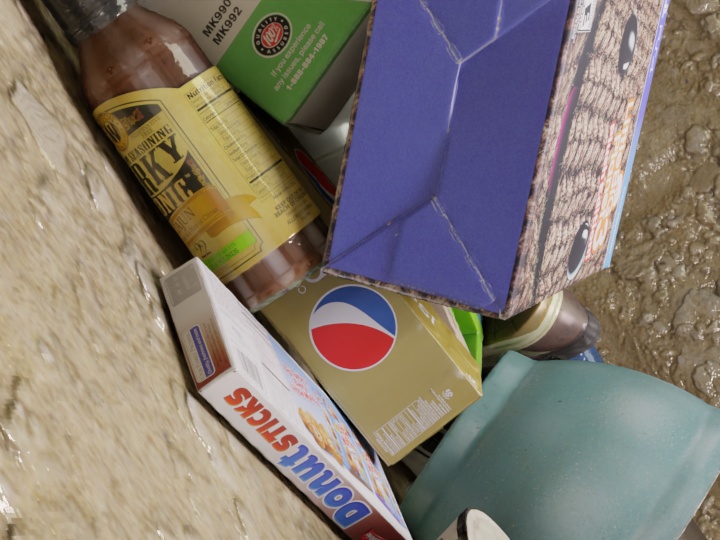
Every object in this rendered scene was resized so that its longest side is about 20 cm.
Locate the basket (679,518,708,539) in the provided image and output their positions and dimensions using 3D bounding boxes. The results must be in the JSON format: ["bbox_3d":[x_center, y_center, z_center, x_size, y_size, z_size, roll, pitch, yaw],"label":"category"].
[{"bbox_3d":[0.197,0.213,1.442,0.200,0.136,0.180,59,-5,15],"label":"basket"}]

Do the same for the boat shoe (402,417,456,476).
[{"bbox_3d":[0.039,0.077,1.137,0.200,0.071,0.072,43,21,-54],"label":"boat shoe"}]

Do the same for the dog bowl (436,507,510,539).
[{"bbox_3d":[0.068,0.215,0.857,0.200,0.074,0.200,58,9,-14],"label":"dog bowl"}]

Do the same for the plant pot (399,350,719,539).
[{"bbox_3d":[0.104,0.129,1.046,0.134,0.201,0.200,34,5,9],"label":"plant pot"}]

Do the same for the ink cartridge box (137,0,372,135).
[{"bbox_3d":[-0.063,-0.187,0.944,0.200,0.146,0.084,38,10,10],"label":"ink cartridge box"}]

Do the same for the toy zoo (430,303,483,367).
[{"bbox_3d":[0.049,-0.044,1.111,0.131,0.020,0.200,64,23,-45],"label":"toy zoo"}]

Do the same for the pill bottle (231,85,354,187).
[{"bbox_3d":[-0.055,-0.119,1.097,0.200,0.112,0.112,63,9,16],"label":"pill bottle"}]

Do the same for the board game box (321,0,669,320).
[{"bbox_3d":[0.073,-0.076,0.930,0.200,0.097,0.160,-21,124,-67],"label":"board game box"}]

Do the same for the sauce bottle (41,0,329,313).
[{"bbox_3d":[-0.090,-0.073,0.895,0.200,0.065,0.065,53,9,-3],"label":"sauce bottle"}]

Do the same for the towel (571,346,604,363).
[{"bbox_3d":[0.095,0.030,1.332,0.048,0.112,0.200,-22,82,-50],"label":"towel"}]

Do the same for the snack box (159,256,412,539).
[{"bbox_3d":[-0.031,0.073,0.898,0.200,0.024,0.072,51,11,-49],"label":"snack box"}]

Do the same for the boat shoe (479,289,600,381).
[{"bbox_3d":[0.077,0.045,1.189,0.066,0.072,0.201,33,-23,-20],"label":"boat shoe"}]

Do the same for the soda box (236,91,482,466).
[{"bbox_3d":[-0.021,0.001,0.969,0.200,0.064,0.068,52,9,-6],"label":"soda box"}]
